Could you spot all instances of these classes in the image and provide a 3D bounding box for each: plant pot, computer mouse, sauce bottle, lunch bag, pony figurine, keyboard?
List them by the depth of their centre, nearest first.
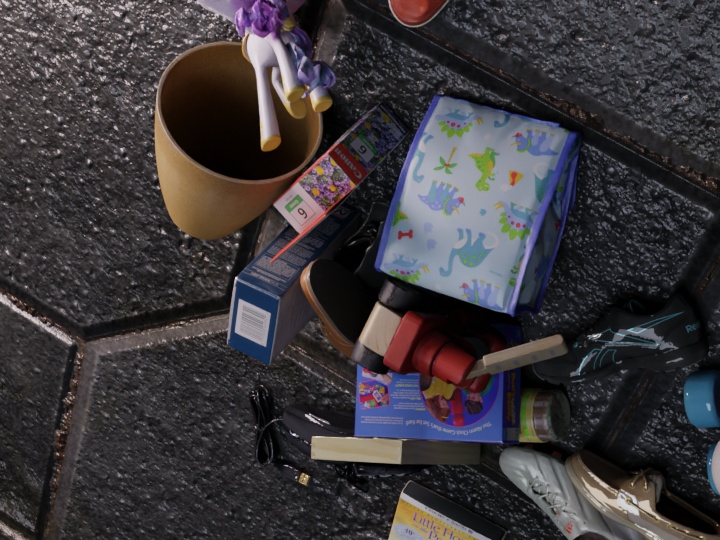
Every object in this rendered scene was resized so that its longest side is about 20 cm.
[{"bbox_3d":[-0.093,-0.256,1.452,0.201,0.165,0.193,68,154,18],"label":"pony figurine"},{"bbox_3d":[0.129,-0.071,1.464,0.169,0.127,0.202,17,98,21],"label":"lunch bag"},{"bbox_3d":[-0.156,-0.125,1.585,0.186,0.187,0.200,37,146,5],"label":"plant pot"},{"bbox_3d":[0.148,0.173,1.648,0.199,0.065,0.065,-6,116,33],"label":"sauce bottle"},{"bbox_3d":[0.029,0.250,1.673,0.103,0.200,0.040,1,83,9],"label":"keyboard"},{"bbox_3d":[-0.067,0.240,1.837,0.199,0.046,0.141,15,125,23],"label":"computer mouse"}]

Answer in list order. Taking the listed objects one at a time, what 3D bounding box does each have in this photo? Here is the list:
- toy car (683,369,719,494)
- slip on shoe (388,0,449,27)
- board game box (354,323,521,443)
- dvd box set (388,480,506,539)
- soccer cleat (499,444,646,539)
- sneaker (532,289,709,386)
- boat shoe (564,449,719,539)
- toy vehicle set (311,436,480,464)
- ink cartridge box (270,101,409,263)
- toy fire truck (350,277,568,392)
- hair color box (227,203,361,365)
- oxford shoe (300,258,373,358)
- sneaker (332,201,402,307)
[{"bbox_3d":[0.416,0.202,1.409,0.183,0.200,0.178,-7,116,35],"label":"toy car"},{"bbox_3d":[0.075,-0.322,1.372,0.074,0.061,0.200,35,133,5],"label":"slip on shoe"},{"bbox_3d":[0.089,0.131,1.624,0.199,0.045,0.136,-1,83,33],"label":"board game box"},{"bbox_3d":[0.103,0.385,1.837,0.146,0.029,0.201,26,130,15],"label":"dvd box set"},{"bbox_3d":[0.246,0.278,1.641,0.199,0.078,0.069,31,144,10],"label":"soccer cleat"},{"bbox_3d":[0.277,0.073,1.509,0.199,0.075,0.080,-13,101,29],"label":"sneaker"},{"bbox_3d":[0.330,0.262,1.596,0.199,0.074,0.069,35,120,6],"label":"boat shoe"},{"bbox_3d":[0.045,0.216,1.665,0.123,0.200,0.027,-1,82,31],"label":"toy vehicle set"},{"bbox_3d":[-0.035,-0.097,1.492,0.050,0.200,0.109,47,132,-5],"label":"ink cartridge box"},{"bbox_3d":[0.120,0.083,1.483,0.199,0.176,0.129,30,100,25],"label":"toy fire truck"},{"bbox_3d":[-0.074,0.007,1.585,0.060,0.200,0.101,24,129,16],"label":"hair color box"},{"bbox_3d":[-0.022,0.057,1.564,0.071,0.072,0.200,-1,145,33],"label":"oxford shoe"},{"bbox_3d":[0.001,0.003,1.598,0.200,0.104,0.060,-43,48,35],"label":"sneaker"}]
